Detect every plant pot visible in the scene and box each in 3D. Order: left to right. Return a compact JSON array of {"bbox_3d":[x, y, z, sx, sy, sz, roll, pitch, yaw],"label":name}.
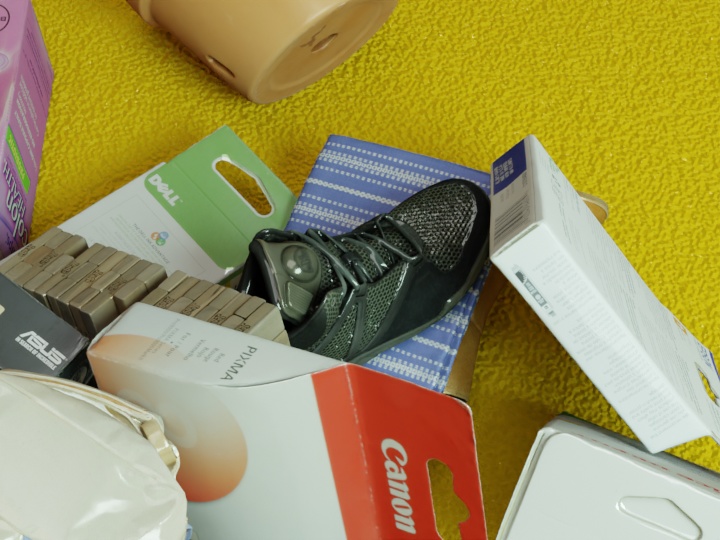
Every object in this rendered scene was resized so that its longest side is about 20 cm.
[{"bbox_3d":[-0.065,-0.217,1.018,0.200,0.200,0.140,-34,83,-17],"label":"plant pot"}]

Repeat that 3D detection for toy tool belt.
[{"bbox_3d":[-0.132,0.131,0.686,0.200,0.123,0.125,30,62,-2],"label":"toy tool belt"}]

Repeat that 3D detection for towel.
[{"bbox_3d":[0.008,0.011,0.915,0.144,0.024,0.200,16,68,17],"label":"towel"}]

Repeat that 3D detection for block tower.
[{"bbox_3d":[-0.124,0.031,0.809,0.200,0.054,0.058,19,49,36],"label":"block tower"}]

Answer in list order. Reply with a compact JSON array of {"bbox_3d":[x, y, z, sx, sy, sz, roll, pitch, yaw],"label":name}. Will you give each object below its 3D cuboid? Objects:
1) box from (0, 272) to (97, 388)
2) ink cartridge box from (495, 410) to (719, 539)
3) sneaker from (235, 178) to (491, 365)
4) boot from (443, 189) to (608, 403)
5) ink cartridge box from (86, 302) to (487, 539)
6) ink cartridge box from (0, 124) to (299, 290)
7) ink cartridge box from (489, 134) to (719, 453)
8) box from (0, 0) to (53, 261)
[{"bbox_3d":[-0.217,0.057,0.847,0.160,0.200,0.044,34,67,19],"label":"box"},{"bbox_3d":[0.160,0.146,0.787,0.145,0.200,0.088,22,89,11],"label":"ink cartridge box"},{"bbox_3d":[0.000,0.000,0.847,0.199,0.114,0.076,-35,64,-9],"label":"sneaker"},{"bbox_3d":[0.074,0.021,0.947,0.201,0.071,0.144,-4,66,3],"label":"boot"},{"bbox_3d":[-0.034,0.111,0.713,0.200,0.163,0.050,16,45,30],"label":"ink cartridge box"},{"bbox_3d":[-0.140,-0.004,0.958,0.200,0.059,0.104,-35,66,-22],"label":"ink cartridge box"},{"bbox_3d":[0.151,0.026,0.837,0.041,0.200,0.200,-38,101,16],"label":"ink cartridge box"},{"bbox_3d":[-0.324,-0.091,0.991,0.175,0.097,0.201,1,61,1],"label":"box"}]
